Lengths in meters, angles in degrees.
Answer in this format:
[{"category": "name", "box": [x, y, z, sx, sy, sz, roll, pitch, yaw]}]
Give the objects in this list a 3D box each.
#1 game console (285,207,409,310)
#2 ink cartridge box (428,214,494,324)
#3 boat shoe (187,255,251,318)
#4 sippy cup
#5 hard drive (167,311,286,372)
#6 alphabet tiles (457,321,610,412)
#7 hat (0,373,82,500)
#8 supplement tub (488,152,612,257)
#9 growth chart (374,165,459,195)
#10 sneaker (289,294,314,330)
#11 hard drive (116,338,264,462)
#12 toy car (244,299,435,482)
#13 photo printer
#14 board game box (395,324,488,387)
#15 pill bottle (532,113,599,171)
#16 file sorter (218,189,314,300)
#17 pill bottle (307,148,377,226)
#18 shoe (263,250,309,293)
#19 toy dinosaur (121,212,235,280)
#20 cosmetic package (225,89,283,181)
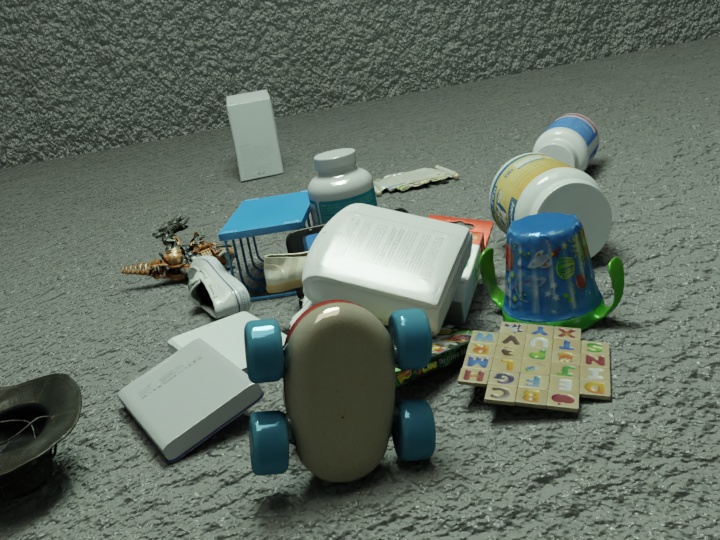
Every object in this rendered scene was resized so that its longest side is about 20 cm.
[{"category": "game console", "box": [0.000, 0.000, 1.330, 0.197, 0.118, 0.176, -13, 18, -5]}, {"category": "ink cartridge box", "box": [0.118, -0.020, 1.285, 0.107, 0.051, 0.201, 7, 50, 19]}, {"category": "boat shoe", "box": [-0.248, 0.025, 1.463, 0.066, 0.075, 0.199, -18, 20, -28]}, {"category": "sippy cup", "box": [0.244, -0.001, 1.173, 0.175, 0.132, 0.140, -8, 19, 7]}, {"category": "hard drive", "box": [-0.175, 0.110, 1.255, 0.131, 0.027, 0.199, -20, 20, -25]}, {"category": "alphabet tiles", "box": [0.202, 0.105, 1.037, 0.164, 0.006, 0.200, 5, 22, 13]}, {"category": "hat", "box": [-0.392, 0.204, 1.025, 0.198, 0.082, 0.201, -12, 26, 6]}, {"category": "supplement tub", "box": [0.291, -0.096, 1.396, 0.142, 0.147, 0.200, -13, 18, -6]}, {"category": "growth chart", "box": [0.111, -0.201, 2.006, 0.197, 0.018, 0.145, -13, 19, -5]}, {"category": "sneaker", "box": [-0.039, 0.070, 1.171, 0.081, 0.075, 0.201, -16, 28, 14]}, {"category": "hard drive", "box": [-0.213, 0.152, 1.110, 0.131, 0.026, 0.199, -34, 26, -19]}, {"category": "toy car", "box": [-0.035, 0.115, 0.964, 0.181, 0.180, 0.200, -4, 4, -12]}, {"category": "photo printer", "box": [0.030, -0.007, 1.172, 0.197, 0.070, 0.167, 13, 46, 15]}, {"category": "board game box", "box": [0.064, 0.098, 1.097, 0.104, 0.024, 0.199, 5, 13, 40]}, {"category": "pill bottle", "box": [0.403, -0.236, 1.791, 0.111, 0.114, 0.200, -2, 20, 25]}, {"category": "file sorter", "box": [-0.140, -0.045, 1.531, 0.137, 0.124, 0.200, -9, 18, 8]}, {"category": "pill bottle", "box": [-0.024, -0.093, 1.480, 0.109, 0.203, 0.111, -9, 19, 3]}, {"category": "shoe", "box": [-0.045, -0.011, 1.271, 0.197, 0.054, 0.070, -11, 5, 13]}, {"category": "toy dinosaur", "box": [-0.332, -0.029, 1.655, 0.197, 0.103, 0.136, 6, 30, -20]}, {"category": "cosmetic package", "box": [-0.283, -0.365, 2.418, 0.121, 0.203, 0.200, -12, 19, -5]}]
